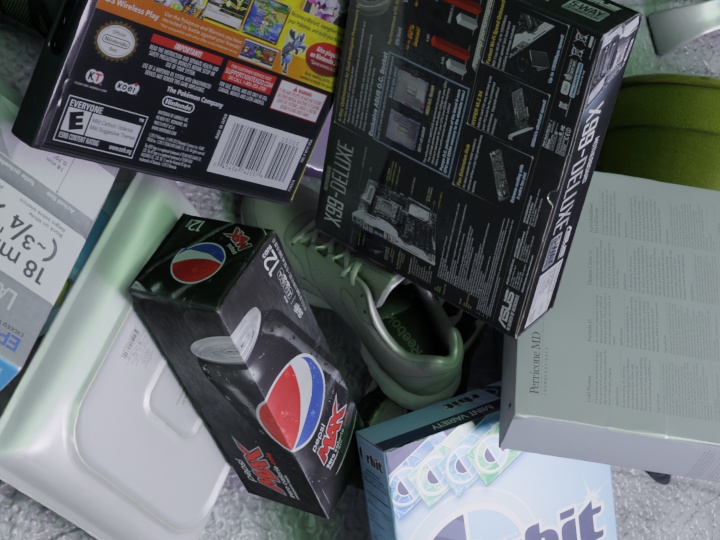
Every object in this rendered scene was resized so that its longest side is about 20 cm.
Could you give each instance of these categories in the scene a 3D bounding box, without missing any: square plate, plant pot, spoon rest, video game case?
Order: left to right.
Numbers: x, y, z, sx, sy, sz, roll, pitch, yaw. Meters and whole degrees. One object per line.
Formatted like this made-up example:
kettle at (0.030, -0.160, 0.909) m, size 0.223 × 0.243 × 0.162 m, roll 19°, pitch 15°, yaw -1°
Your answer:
square plate at (-0.115, 0.069, 0.729) m, size 0.201 × 0.028 × 0.198 m, roll -66°, pitch 146°, yaw -23°
video game case at (-0.073, -0.135, 0.655) m, size 0.200 × 0.025 × 0.181 m, roll 10°, pitch 109°, yaw -53°
plant pot at (0.271, -0.031, 0.962) m, size 0.200 × 0.200 × 0.194 m, roll 18°, pitch 84°, yaw -29°
spoon rest at (0.357, -0.238, 1.112) m, size 0.199 × 0.061 × 0.100 m, roll -19°, pitch 93°, yaw -32°

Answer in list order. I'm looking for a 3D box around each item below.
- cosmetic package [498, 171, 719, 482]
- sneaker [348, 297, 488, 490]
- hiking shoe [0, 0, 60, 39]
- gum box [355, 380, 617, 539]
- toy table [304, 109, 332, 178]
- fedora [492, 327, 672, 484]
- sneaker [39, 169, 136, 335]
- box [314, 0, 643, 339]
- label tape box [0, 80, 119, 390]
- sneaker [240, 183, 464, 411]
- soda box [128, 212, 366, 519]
cosmetic package at (0.171, 0.028, 0.781) m, size 0.150 × 0.052 × 0.201 m, roll 11°, pitch 55°, yaw -3°
sneaker at (0.051, 0.087, 0.879) m, size 0.201 × 0.077 × 0.089 m, roll -61°, pitch 145°, yaw -25°
hiking shoe at (-0.260, -0.180, 0.710) m, size 0.200 × 0.076 × 0.101 m, roll 34°, pitch 75°, yaw -14°
gum box at (0.091, 0.179, 0.802) m, size 0.169 × 0.045 × 0.201 m, roll -16°, pitch 109°, yaw -24°
toy table at (-0.030, -0.165, 0.821) m, size 0.200 × 0.117 × 0.184 m, roll 45°, pitch 62°, yaw -18°
fedora at (0.153, 0.076, 0.897) m, size 0.090 × 0.177 × 0.201 m, roll -17°, pitch 108°, yaw -4°
sneaker at (-0.203, 0.006, 0.707) m, size 0.199 × 0.079 × 0.131 m, roll -13°, pitch 89°, yaw -32°
box at (0.059, -0.081, 0.704) m, size 0.050 × 0.157 × 0.201 m, roll -33°, pitch 143°, yaw -45°
label tape box at (-0.225, -0.007, 0.596) m, size 0.144 × 0.063 × 0.201 m, roll 36°, pitch 55°, yaw -27°
sneaker at (0.000, 0.000, 0.799) m, size 0.200 × 0.092 × 0.076 m, roll 44°, pitch 69°, yaw 9°
soda box at (-0.060, 0.062, 0.721) m, size 0.063 × 0.070 × 0.201 m, roll -57°, pitch 142°, yaw -32°
